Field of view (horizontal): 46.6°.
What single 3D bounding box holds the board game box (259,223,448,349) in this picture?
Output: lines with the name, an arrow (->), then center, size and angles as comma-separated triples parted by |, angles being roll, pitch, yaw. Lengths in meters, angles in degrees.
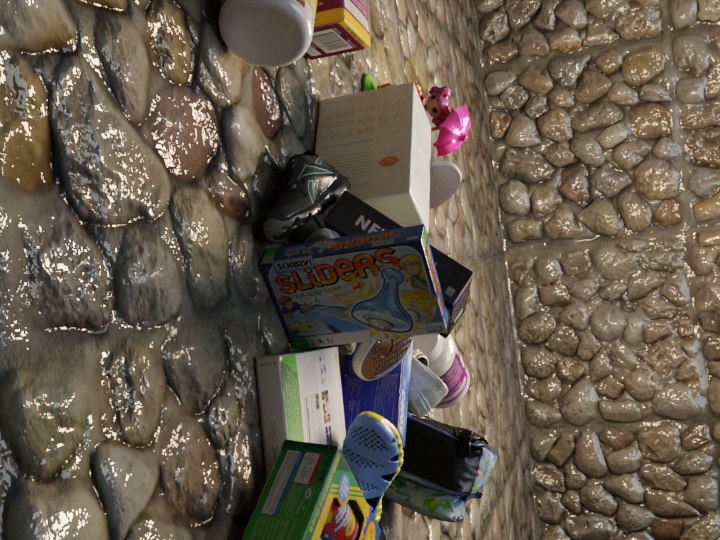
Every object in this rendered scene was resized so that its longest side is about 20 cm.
board game box -> -0.006, 0.023, 0.995 | 0.035, 0.197, 0.137 | -75, 151, -53

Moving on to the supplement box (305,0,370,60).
supplement box -> -0.058, -0.416, 1.163 | 0.131, 0.102, 0.203 | 8, 77, -72

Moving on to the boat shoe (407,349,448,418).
boat shoe -> 0.075, 0.155, 1.291 | 0.073, 0.068, 0.200 | 62, -8, -18

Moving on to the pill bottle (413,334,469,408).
pill bottle -> 0.127, 0.164, 1.516 | 0.200, 0.111, 0.114 | 59, 30, -54

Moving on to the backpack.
backpack -> 0.115, 0.310, 1.320 | 0.200, 0.181, 0.149 | 36, 72, -64

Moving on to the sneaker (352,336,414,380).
sneaker -> 0.034, 0.076, 1.206 | 0.200, 0.084, 0.073 | -51, 133, -33

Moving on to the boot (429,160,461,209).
boot -> 0.072, -0.131, 1.331 | 0.074, 0.198, 0.096 | 53, 26, -25

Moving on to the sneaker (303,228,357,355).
sneaker -> -0.033, 0.017, 1.108 | 0.202, 0.074, 0.082 | 82, 30, -43

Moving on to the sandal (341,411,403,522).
sandal -> -0.001, 0.272, 1.058 | 0.087, 0.079, 0.202 | -36, 139, -57

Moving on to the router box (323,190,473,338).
router box -> 0.049, -0.004, 1.103 | 0.052, 0.199, 0.158 | -53, 165, -15

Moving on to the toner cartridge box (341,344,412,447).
toner cartridge box -> 0.022, 0.160, 1.209 | 0.043, 0.094, 0.202 | 65, 25, -46

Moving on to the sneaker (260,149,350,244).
sneaker -> -0.082, -0.095, 1.048 | 0.080, 0.075, 0.200 | 52, 28, -5

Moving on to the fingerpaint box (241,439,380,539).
fingerpaint box -> -0.058, 0.311, 0.869 | 0.201, 0.072, 0.168 | -65, 146, -41

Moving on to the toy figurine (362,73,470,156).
toy figurine -> 0.106, -0.271, 1.500 | 0.150, 0.182, 0.203 | 18, 65, -71

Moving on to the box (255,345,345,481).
box -> -0.067, 0.170, 1.019 | 0.200, 0.036, 0.147 | 8, 76, -74

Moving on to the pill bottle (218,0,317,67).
pill bottle -> -0.101, -0.346, 0.985 | 0.110, 0.108, 0.202 | 59, 30, -53

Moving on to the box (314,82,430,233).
box -> 0.018, -0.154, 1.223 | 0.107, 0.150, 0.202 | 57, 31, -54
